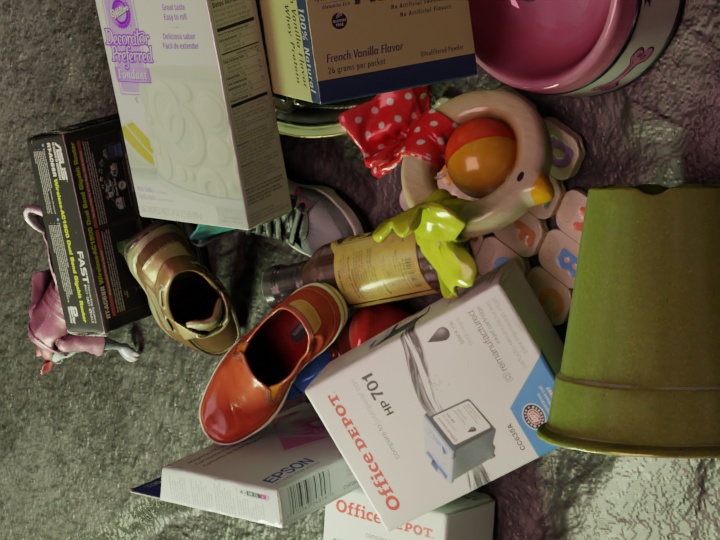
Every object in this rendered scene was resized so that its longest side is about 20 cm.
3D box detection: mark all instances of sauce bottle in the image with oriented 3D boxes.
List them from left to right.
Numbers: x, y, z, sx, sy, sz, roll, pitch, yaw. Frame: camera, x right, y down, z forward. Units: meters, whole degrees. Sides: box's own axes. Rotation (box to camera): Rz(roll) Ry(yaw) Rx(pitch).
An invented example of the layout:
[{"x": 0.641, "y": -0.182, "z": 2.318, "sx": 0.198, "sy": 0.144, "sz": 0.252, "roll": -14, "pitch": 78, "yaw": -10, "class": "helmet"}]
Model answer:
[{"x": 0.000, "y": 0.000, "z": 1.450, "sx": 0.198, "sy": 0.065, "sz": 0.065, "roll": -11, "pitch": 98, "yaw": 33, "class": "sauce bottle"}]

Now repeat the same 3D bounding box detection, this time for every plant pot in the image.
[{"x": 0.230, "y": 0.030, "z": 1.233, "sx": 0.199, "sy": 0.199, "sz": 0.192, "roll": 1, "pitch": 93, "yaw": 41, "class": "plant pot"}]

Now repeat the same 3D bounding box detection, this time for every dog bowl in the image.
[{"x": 0.148, "y": -0.228, "z": 1.274, "sx": 0.199, "sy": 0.073, "sz": 0.202, "roll": 16, "pitch": 115, "yaw": 37, "class": "dog bowl"}]

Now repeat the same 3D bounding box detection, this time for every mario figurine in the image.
[{"x": -0.020, "y": 0.092, "z": 1.519, "sx": 0.198, "sy": 0.106, "sz": 0.125, "roll": -13, "pitch": 97, "yaw": 29, "class": "mario figurine"}]

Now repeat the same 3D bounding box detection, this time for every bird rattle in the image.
[{"x": 0.080, "y": -0.083, "z": 1.346, "sx": 0.162, "sy": 0.113, "sz": 0.201, "roll": -21, "pitch": 47, "yaw": 15, "class": "bird rattle"}]

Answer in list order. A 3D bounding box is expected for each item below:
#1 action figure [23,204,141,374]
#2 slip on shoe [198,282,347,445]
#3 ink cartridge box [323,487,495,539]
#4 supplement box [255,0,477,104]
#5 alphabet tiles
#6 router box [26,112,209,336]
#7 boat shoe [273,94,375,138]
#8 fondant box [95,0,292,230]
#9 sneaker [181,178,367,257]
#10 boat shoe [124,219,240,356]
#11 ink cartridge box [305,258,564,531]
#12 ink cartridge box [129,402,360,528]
[{"x": -0.297, "y": 0.032, "z": 1.710, "sx": 0.134, "sy": 0.149, "sz": 0.201, "roll": 37, "pitch": 112, "yaw": 18, "class": "action figure"}, {"x": -0.088, "y": 0.087, "z": 1.459, "sx": 0.074, "sy": 0.061, "sz": 0.200, "roll": 50, "pitch": 123, "yaw": 10, "class": "slip on shoe"}, {"x": 0.039, "y": 0.297, "z": 1.516, "sx": 0.145, "sy": 0.084, "sz": 0.203, "roll": 8, "pitch": 98, "yaw": 38, "class": "ink cartridge box"}, {"x": -0.015, "y": -0.248, "z": 1.314, "sx": 0.200, "sy": 0.133, "sz": 0.202, "roll": -155, "pitch": 54, "yaw": -68, "class": "supplement box"}, {"x": 0.118, "y": -0.051, "z": 1.401, "sx": 0.195, "sy": 0.015, "sz": 0.201, "roll": 39, "pitch": 126, "yaw": 25, "class": "alphabet tiles"}, {"x": -0.234, "y": -0.051, "z": 1.615, "sx": 0.062, "sy": 0.149, "sz": 0.202, "roll": -1, "pitch": 103, "yaw": 41, "class": "router box"}, {"x": -0.060, "y": -0.161, "z": 1.478, "sx": 0.199, "sy": 0.073, "sz": 0.066, "roll": 9, "pitch": 115, "yaw": 39, "class": "boat shoe"}, {"x": -0.139, "y": -0.142, "z": 1.369, "sx": 0.143, "sy": 0.058, "sz": 0.202, "roll": 8, "pitch": 114, "yaw": 43, "class": "fondant box"}, {"x": -0.098, "y": -0.054, "z": 1.515, "sx": 0.199, "sy": 0.120, "sz": 0.084, "roll": 30, "pitch": 122, "yaw": 30, "class": "sneaker"}, {"x": -0.161, "y": 0.033, "z": 1.566, "sx": 0.074, "sy": 0.075, "sz": 0.200, "roll": 48, "pitch": 174, "yaw": 34, "class": "boat shoe"}, {"x": 0.077, "y": 0.107, "z": 1.386, "sx": 0.199, "sy": 0.086, "sz": 0.147, "roll": -30, "pitch": 95, "yaw": 19, "class": "ink cartridge box"}, {"x": -0.082, "y": 0.172, "z": 1.526, "sx": 0.198, "sy": 0.196, "sz": 0.044, "roll": 7, "pitch": 108, "yaw": 39, "class": "ink cartridge box"}]
